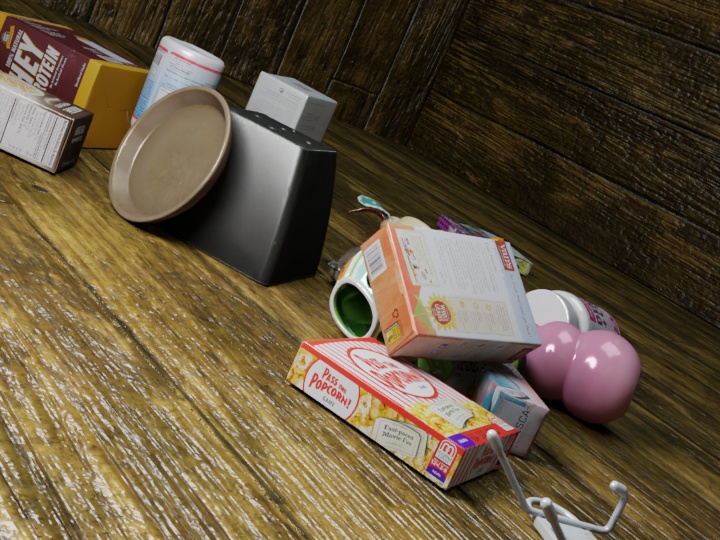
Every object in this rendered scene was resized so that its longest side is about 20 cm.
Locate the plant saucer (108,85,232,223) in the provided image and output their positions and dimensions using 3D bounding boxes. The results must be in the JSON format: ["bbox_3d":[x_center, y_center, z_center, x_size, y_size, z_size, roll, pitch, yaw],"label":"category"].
[{"bbox_3d":[-0.241,-0.146,1.367,0.199,0.201,0.029,35,-4,42],"label":"plant saucer"}]

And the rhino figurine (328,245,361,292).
[{"bbox_3d":[0.000,0.000,1.527,0.086,0.061,0.200,-1,7,12],"label":"rhino figurine"}]

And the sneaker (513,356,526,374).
[{"bbox_3d":[0.146,0.089,1.434,0.082,0.073,0.200,8,15,-29],"label":"sneaker"}]

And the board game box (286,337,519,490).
[{"bbox_3d":[0.044,0.137,1.068,0.198,0.047,0.151,31,12,25],"label":"board game box"}]

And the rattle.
[{"bbox_3d":[0.099,-0.072,1.616,0.200,0.143,0.130,43,-6,28],"label":"rattle"}]

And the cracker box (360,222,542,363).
[{"bbox_3d":[0.103,0.029,1.194,0.197,0.058,0.136,7,58,-38],"label":"cracker box"}]

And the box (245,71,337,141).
[{"bbox_3d":[-0.149,-0.245,1.954,0.105,0.203,0.152,29,12,15],"label":"box"}]

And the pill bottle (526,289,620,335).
[{"bbox_3d":[0.308,0.094,1.600,0.113,0.115,0.199,33,7,34],"label":"pill bottle"}]

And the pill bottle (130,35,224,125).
[{"bbox_3d":[-0.300,-0.259,1.692,0.107,0.203,0.109,23,12,-5],"label":"pill bottle"}]

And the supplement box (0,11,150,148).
[{"bbox_3d":[-0.465,-0.297,1.681,0.198,0.135,0.197,28,12,12],"label":"supplement box"}]

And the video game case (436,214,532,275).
[{"bbox_3d":[0.288,-0.062,2.485,0.179,0.036,0.200,21,12,-21],"label":"video game case"}]

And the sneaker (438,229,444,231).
[{"bbox_3d":[0.166,-0.015,1.932,0.111,0.072,0.200,23,19,11],"label":"sneaker"}]

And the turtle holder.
[{"bbox_3d":[0.042,0.055,1.269,0.130,0.140,0.188,-10,74,-46],"label":"turtle holder"}]

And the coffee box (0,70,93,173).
[{"bbox_3d":[-0.473,-0.212,1.425,0.197,0.081,0.114,24,12,-6],"label":"coffee box"}]

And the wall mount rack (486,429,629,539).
[{"bbox_3d":[0.190,0.221,0.933,0.171,0.076,0.200,20,12,-22],"label":"wall mount rack"}]

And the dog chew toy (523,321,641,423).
[{"bbox_3d":[0.275,0.127,1.443,0.197,0.127,0.124,19,10,12],"label":"dog chew toy"}]

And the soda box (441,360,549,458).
[{"bbox_3d":[0.149,0.138,1.243,0.067,0.064,0.200,22,12,-16],"label":"soda box"}]

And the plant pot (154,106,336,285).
[{"bbox_3d":[-0.141,-0.112,1.446,0.197,0.180,0.200,27,13,14],"label":"plant pot"}]
